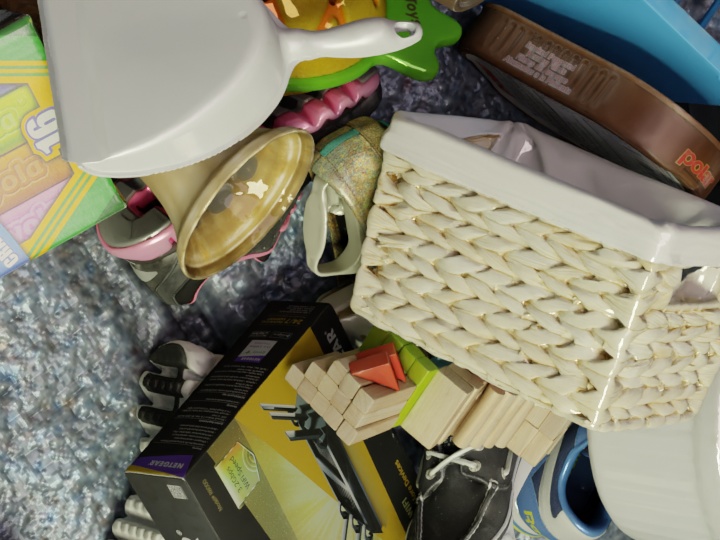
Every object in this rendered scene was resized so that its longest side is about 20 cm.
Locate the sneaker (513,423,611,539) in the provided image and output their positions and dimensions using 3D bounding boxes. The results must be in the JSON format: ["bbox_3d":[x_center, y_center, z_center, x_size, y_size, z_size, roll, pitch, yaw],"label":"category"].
[{"bbox_3d":[0.167,0.092,1.299,0.074,0.082,0.200,23,88,-23],"label":"sneaker"}]

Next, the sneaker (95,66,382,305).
[{"bbox_3d":[-0.064,-0.053,1.193,0.200,0.079,0.095,-37,133,-12],"label":"sneaker"}]

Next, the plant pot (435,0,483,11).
[{"bbox_3d":[0.026,-0.249,1.084,0.187,0.187,0.200,-37,84,-12],"label":"plant pot"}]

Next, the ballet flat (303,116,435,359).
[{"bbox_3d":[0.000,0.000,1.194,0.071,0.071,0.200,-22,128,-18],"label":"ballet flat"}]

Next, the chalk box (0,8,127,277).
[{"bbox_3d":[-0.253,-0.045,1.077,0.200,0.124,0.124,-31,109,-14],"label":"chalk box"}]

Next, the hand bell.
[{"bbox_3d":[-0.133,-0.098,1.106,0.200,0.104,0.104,41,81,16],"label":"hand bell"}]

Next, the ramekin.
[{"bbox_3d":[0.223,0.087,1.241,0.200,0.098,0.201,-6,97,-56],"label":"ramekin"}]

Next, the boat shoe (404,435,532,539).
[{"bbox_3d":[0.066,0.127,1.217,0.200,0.072,0.068,-57,133,-54],"label":"boat shoe"}]

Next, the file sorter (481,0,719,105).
[{"bbox_3d":[0.169,-0.191,1.186,0.139,0.200,0.123,38,82,-24],"label":"file sorter"}]

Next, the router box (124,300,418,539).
[{"bbox_3d":[-0.038,0.143,1.188,0.157,0.052,0.200,-51,127,-36],"label":"router box"}]

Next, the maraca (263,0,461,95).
[{"bbox_3d":[-0.035,-0.162,1.152,0.200,0.107,0.137,-1,63,-25],"label":"maraca"}]

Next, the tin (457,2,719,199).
[{"bbox_3d":[0.138,-0.101,1.192,0.042,0.200,0.112,-51,137,-4],"label":"tin"}]

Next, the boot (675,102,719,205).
[{"bbox_3d":[0.271,-0.125,1.305,0.168,0.076,0.200,3,104,-27],"label":"boot"}]

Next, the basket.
[{"bbox_3d":[0.109,-0.001,1.112,0.135,0.200,0.124,0,112,-51],"label":"basket"}]

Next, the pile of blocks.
[{"bbox_3d":[0.054,0.062,1.169,0.200,0.082,0.062,11,124,-36],"label":"pile of blocks"}]

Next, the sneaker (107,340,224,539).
[{"bbox_3d":[-0.104,0.147,1.203,0.081,0.075,0.200,13,92,-35],"label":"sneaker"}]

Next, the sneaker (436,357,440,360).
[{"bbox_3d":[0.112,0.001,1.240,0.200,0.096,0.079,-43,112,7],"label":"sneaker"}]

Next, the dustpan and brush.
[{"bbox_3d":[-0.065,-0.121,1.053,0.200,0.057,0.140,-12,65,-1],"label":"dustpan and brush"}]
